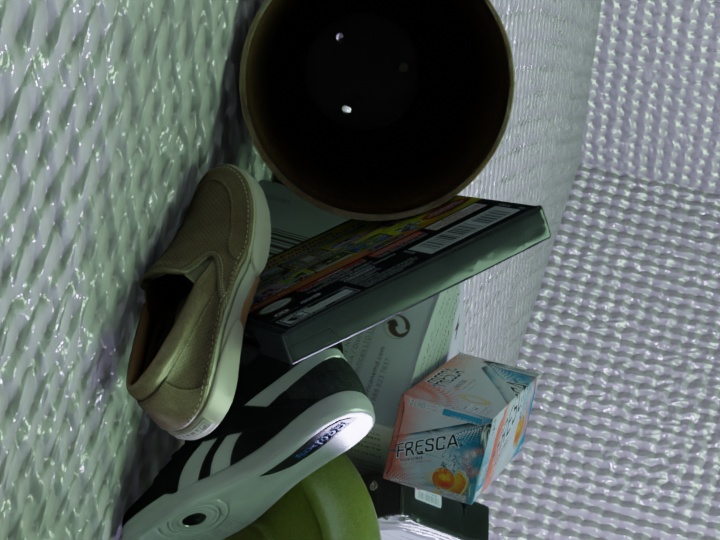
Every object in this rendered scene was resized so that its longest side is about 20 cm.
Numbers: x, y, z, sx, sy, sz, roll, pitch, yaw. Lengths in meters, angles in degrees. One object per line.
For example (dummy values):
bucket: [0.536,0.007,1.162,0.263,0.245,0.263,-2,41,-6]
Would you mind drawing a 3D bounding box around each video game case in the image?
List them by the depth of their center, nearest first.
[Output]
video game case: [0.000,0.000,1.390,0.181,0.199,0.026,13,-54,64]

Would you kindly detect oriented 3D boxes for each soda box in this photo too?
soda box: [0.075,0.110,1.501,0.200,0.068,0.064,-26,130,-74]

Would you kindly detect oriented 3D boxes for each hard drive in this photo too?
hard drive: [-0.022,0.187,1.551,0.140,0.199,0.038,30,58,-56]

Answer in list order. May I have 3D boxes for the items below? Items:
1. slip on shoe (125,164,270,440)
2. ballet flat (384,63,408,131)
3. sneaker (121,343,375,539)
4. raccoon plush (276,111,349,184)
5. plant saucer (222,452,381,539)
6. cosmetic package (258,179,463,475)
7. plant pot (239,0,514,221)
slip on shoe: [-0.108,0.009,1.332,0.060,0.076,0.201,32,53,-32]
ballet flat: [0.036,-0.143,1.691,0.201,0.072,0.072,-109,-161,-50]
sneaker: [-0.088,0.105,1.427,0.073,0.200,0.112,36,26,-54]
raccoon plush: [0.016,-0.082,1.670,0.200,0.133,0.097,-62,163,-52]
plant saucer: [-0.072,0.199,1.467,0.031,0.199,0.201,-1,106,-53]
cosmetic package: [-0.020,0.065,1.584,0.200,0.164,0.166,83,25,-64]
plant pot: [0.006,-0.139,1.505,0.200,0.186,0.188,-115,-142,-82]
